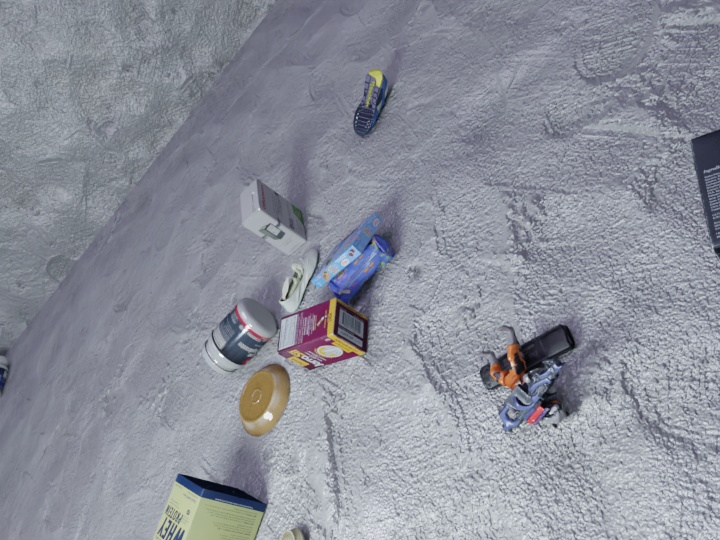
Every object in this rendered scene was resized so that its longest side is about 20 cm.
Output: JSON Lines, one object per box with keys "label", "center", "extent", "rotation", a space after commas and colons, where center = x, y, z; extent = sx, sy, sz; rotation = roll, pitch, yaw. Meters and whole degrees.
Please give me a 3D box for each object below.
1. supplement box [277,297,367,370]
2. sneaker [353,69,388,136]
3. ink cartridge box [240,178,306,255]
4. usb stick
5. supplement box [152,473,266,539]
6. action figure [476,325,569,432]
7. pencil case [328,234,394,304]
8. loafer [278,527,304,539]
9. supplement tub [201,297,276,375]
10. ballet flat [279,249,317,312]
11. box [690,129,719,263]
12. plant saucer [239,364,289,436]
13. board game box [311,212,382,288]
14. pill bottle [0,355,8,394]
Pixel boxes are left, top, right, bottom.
{"label": "supplement box", "center": [-0.096, 0.163, 1.561], "extent": [0.198, 0.130, 0.105], "rotation": [-22, 51, 36]}
{"label": "sneaker", "center": [0.039, -0.511, 1.918], "extent": [0.073, 0.082, 0.204], "rotation": [25, 103, 23]}
{"label": "ink cartridge box", "center": [-0.269, -0.163, 1.899], "extent": [0.084, 0.199, 0.147], "rotation": [-36, 43, 22]}
{"label": "usb stick", "center": [0.321, 0.170, 1.202], "extent": [0.199, 0.032, 0.056], "rotation": [-35, 53, 25]}
{"label": "supplement box", "center": [-0.367, 0.625, 1.485], "extent": [0.133, 0.199, 0.203], "rotation": [3, 68, 47]}
{"label": "action figure", "center": [0.312, 0.189, 1.124], "extent": [0.195, 0.103, 0.201], "rotation": [57, 139, 23]}
{"label": "pencil case", "center": [0.000, 0.000, 1.606], "extent": [0.200, 0.078, 0.087], "rotation": [-46, 6, 14]}
{"label": "loafer", "center": [-0.192, 0.668, 1.378], "extent": [0.075, 0.068, 0.203], "rotation": [24, 83, 50]}
{"label": "supplement tub", "center": [-0.352, 0.192, 1.800], "extent": [0.200, 0.140, 0.141], "rotation": [-45, 41, 15]}
{"label": "ballet flat", "center": [-0.181, 0.020, 1.794], "extent": [0.069, 0.069, 0.203], "rotation": [4, 68, 47]}
{"label": "box", "center": [0.605, -0.089, 0.948], "extent": [0.116, 0.196, 0.204], "rotation": [-18, 53, 36]}
{"label": "plant saucer", "center": [-0.274, 0.349, 1.699], "extent": [0.198, 0.035, 0.204], "rotation": [-26, 49, 33]}
{"label": "board game box", "center": [-0.037, -0.052, 1.631], "extent": [0.199, 0.037, 0.152], "rotation": [-40, 13, 44]}
{"label": "pill bottle", "center": [-1.873, 0.544, 3.168], "extent": [0.110, 0.110, 0.203], "rotation": [-28, 48, 30]}
